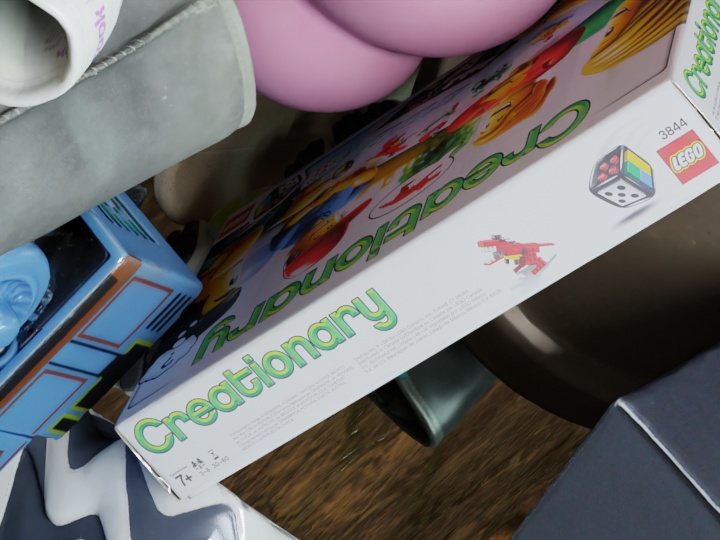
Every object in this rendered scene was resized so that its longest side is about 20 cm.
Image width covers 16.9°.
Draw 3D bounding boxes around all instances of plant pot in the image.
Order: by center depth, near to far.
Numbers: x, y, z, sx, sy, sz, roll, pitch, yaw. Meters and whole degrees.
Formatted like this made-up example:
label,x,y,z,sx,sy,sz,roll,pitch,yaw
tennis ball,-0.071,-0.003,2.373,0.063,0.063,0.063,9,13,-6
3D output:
label,x,y,z,sx,sy,sz,roll,pitch,yaw
plant pot,0.131,-0.054,0.847,0.200,0.200,0.175,-39,178,-22

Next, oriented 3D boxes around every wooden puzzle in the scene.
label,x,y,z,sx,sy,sz,roll,pitch,yaw
wooden puzzle,0.013,-0.108,0.907,0.200,0.037,0.185,-53,166,19

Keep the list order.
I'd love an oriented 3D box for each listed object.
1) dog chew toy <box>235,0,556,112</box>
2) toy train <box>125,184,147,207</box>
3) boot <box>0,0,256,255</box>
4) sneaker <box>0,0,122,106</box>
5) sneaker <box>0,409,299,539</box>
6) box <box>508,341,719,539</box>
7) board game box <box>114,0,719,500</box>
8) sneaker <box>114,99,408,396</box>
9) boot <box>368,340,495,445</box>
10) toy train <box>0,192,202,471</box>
label,x,y,z,sx,sy,sz,roll,pitch,yaw
dog chew toy,0.025,-0.120,0.703,0.200,0.125,0.124,-43,171,34
toy train,-0.088,-0.046,0.773,0.046,0.034,0.200,-32,164,-25
boot,-0.107,-0.003,0.599,0.073,0.182,0.200,3,-153,42
sneaker,-0.073,-0.085,0.532,0.200,0.100,0.075,-37,164,-35
sneaker,-0.119,0.098,0.779,0.130,0.199,0.079,-56,142,-9
box,0.132,0.104,0.774,0.198,0.123,0.200,-25,156,-43
board game box,0.026,-0.021,0.700,0.200,0.035,0.126,-32,-162,28
sneaker,0.000,0.000,0.841,0.200,0.078,0.080,-23,144,36
boot,0.087,-0.009,0.952,0.200,0.182,0.073,-49,-179,-26
toy train,-0.143,0.035,0.703,0.200,0.087,0.114,-46,156,8
